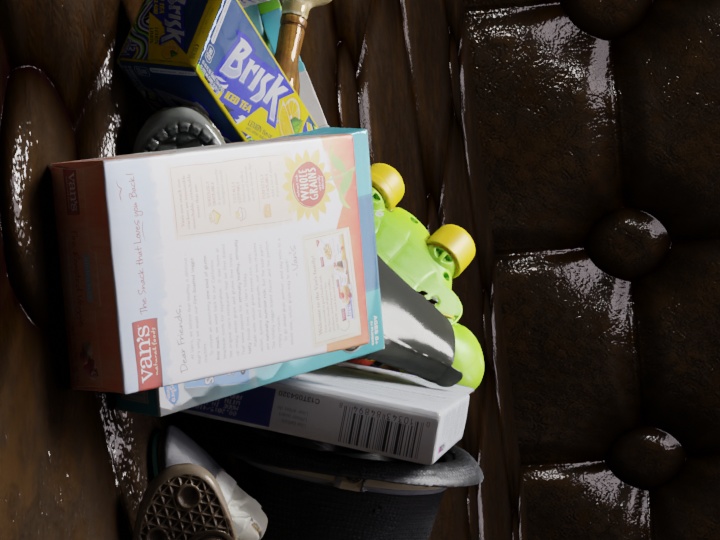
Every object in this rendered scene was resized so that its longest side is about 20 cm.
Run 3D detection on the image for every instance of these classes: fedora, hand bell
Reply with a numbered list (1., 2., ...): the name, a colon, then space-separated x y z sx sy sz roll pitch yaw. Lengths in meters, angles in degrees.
1. fedora: -0.015 0.162 1.469 0.201 0.199 0.092 -28 129 -80
2. hand bell: -0.055 -0.187 1.607 0.104 0.103 0.202 56 44 -72

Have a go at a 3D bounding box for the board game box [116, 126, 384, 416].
1. board game box: -0.074 -0.004 1.329 0.199 0.047 0.152 -15 105 -43

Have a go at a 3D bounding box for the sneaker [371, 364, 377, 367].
1. sneaker: -0.040 0.113 1.683 0.060 0.104 0.200 47 15 -6

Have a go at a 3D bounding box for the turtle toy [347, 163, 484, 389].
1. turtle toy: 0.019 0.023 1.620 0.146 0.200 0.101 -45 173 -35

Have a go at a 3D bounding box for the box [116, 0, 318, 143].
1. box: -0.090 -0.113 1.419 0.200 0.064 0.070 55 48 -54

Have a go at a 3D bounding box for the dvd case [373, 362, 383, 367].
1. dvd case: -0.030 -0.030 1.740 0.200 0.025 0.151 53 20 -17

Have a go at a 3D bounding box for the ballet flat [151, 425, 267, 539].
1. ballet flat: -0.093 0.193 1.410 0.073 0.072 0.201 -75 159 -63

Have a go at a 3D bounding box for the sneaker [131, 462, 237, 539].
1. sneaker: -0.114 0.208 1.340 0.076 0.070 0.202 -119 -157 -66

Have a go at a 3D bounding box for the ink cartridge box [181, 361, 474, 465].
1. ink cartridge box: -0.026 0.092 1.465 0.200 0.195 0.044 1 100 -80

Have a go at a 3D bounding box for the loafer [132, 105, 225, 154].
1. loafer: -0.113 -0.037 1.406 0.070 0.075 0.201 -108 -176 -48

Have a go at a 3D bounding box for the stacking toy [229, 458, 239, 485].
1. stacking toy: -0.053 0.174 1.572 0.146 0.145 0.201 -35 105 -79

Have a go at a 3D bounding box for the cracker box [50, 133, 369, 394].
1. cracker box: -0.087 -0.008 1.242 0.199 0.057 0.135 -9 97 -44

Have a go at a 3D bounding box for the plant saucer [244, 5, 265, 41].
1. plant saucer: -0.104 -0.135 1.573 0.200 0.036 0.202 -4 90 -81

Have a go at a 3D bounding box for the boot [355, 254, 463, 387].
1. boot: 0.000 0.000 1.530 0.078 0.138 0.201 -49 -147 38

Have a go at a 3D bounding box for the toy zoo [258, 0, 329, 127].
1. toy zoo: -0.051 -0.139 1.696 0.131 0.020 0.201 82 -13 -68

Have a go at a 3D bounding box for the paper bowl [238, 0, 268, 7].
1. paper bowl: -0.077 -0.297 1.484 0.201 0.104 0.202 -15 90 -77
